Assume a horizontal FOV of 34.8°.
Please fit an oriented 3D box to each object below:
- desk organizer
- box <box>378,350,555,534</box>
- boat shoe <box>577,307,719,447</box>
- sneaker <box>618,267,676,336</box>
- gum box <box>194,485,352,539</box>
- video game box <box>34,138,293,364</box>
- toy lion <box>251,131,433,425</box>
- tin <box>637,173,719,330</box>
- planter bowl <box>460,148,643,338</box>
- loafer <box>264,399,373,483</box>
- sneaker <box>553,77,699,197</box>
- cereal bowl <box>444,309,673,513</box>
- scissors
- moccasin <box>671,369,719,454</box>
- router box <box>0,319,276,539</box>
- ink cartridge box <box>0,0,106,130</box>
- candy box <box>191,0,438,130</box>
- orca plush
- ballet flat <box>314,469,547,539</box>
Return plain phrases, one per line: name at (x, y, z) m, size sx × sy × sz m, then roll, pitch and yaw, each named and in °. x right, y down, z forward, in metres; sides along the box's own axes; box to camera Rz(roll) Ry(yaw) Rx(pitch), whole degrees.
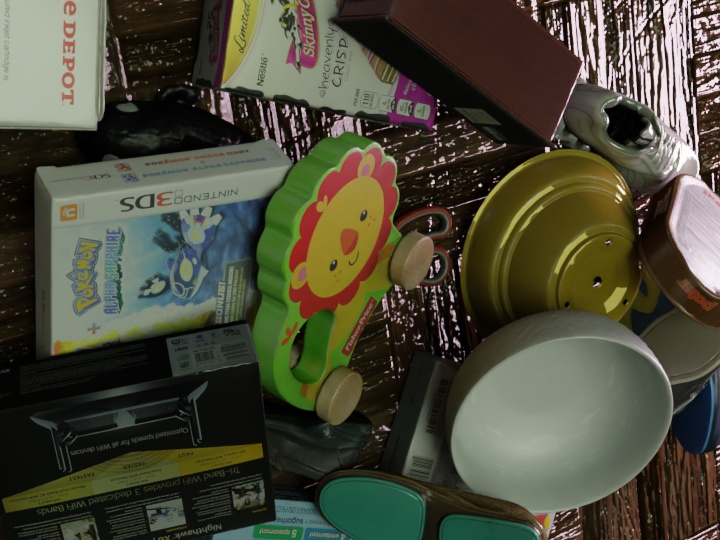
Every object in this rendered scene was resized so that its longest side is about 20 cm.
desk organizer at (0.082, -0.178, 0.902) m, size 0.199 × 0.071 × 0.078 m, roll 30°, pitch 80°, yaw -36°
box at (0.114, 0.174, 1.080) m, size 0.198 × 0.041 × 0.158 m, roll 17°, pitch 91°, yaw -32°
boat shoe at (0.286, 0.102, 1.090) m, size 0.199 × 0.073 × 0.063 m, roll -40°, pitch 140°, yaw 7°
sneaker at (0.301, 0.066, 1.133) m, size 0.075 × 0.105 × 0.203 m, roll 10°, pitch 94°, yaw -34°
gum box at (-0.076, 0.288, 0.985) m, size 0.168 × 0.044 × 0.203 m, roll 12°, pitch 93°, yaw -33°
video game box at (-0.146, 0.009, 0.843) m, size 0.180 × 0.047 × 0.202 m, roll -10°, pitch 128°, yaw -27°
toy lion at (-0.026, 0.002, 0.882) m, size 0.202 × 0.068 × 0.192 m, roll -62°, pitch 151°, yaw -7°
tin at (0.314, -0.021, 1.054) m, size 0.112 × 0.042 × 0.200 m, roll 45°, pitch 33°, yaw -6°
planter bowl at (0.196, -0.002, 1.048) m, size 0.198 × 0.083 × 0.203 m, roll -9°, pitch 113°, yaw -23°
loafer at (-0.080, 0.143, 0.939) m, size 0.198 × 0.073 × 0.073 m, roll 13°, pitch 97°, yaw -31°
sneaker at (0.262, -0.120, 1.089) m, size 0.198 × 0.081 × 0.076 m, roll 22°, pitch 87°, yaw -34°
cereal bowl at (0.167, 0.114, 1.008) m, size 0.197 × 0.084 × 0.203 m, roll -4°, pitch 123°, yaw -7°
scissors at (0.000, 0.000, 0.993) m, size 0.198 × 0.014 × 0.074 m, roll -19°, pitch 111°, yaw -26°
moccasin at (0.367, 0.091, 1.194) m, size 0.067 × 0.080 × 0.203 m, roll -8°, pitch 105°, yaw -28°
router box at (-0.165, 0.130, 0.834) m, size 0.197 × 0.052 × 0.159 m, roll -10°, pitch 125°, yaw -11°
ink cartridge box at (-0.274, -0.170, 0.747) m, size 0.197 × 0.083 × 0.149 m, roll -2°, pitch 101°, yaw -31°
candy box at (-0.024, -0.195, 0.908) m, size 0.198 × 0.061 × 0.139 m, roll 6°, pitch 97°, yaw -32°
orca plush at (-0.114, -0.073, 0.872) m, size 0.199 × 0.071 × 0.106 m, roll 35°, pitch 81°, yaw -32°
ballet flat at (0.060, 0.205, 0.975) m, size 0.197 × 0.072 × 0.069 m, roll 9°, pitch 100°, yaw 4°
